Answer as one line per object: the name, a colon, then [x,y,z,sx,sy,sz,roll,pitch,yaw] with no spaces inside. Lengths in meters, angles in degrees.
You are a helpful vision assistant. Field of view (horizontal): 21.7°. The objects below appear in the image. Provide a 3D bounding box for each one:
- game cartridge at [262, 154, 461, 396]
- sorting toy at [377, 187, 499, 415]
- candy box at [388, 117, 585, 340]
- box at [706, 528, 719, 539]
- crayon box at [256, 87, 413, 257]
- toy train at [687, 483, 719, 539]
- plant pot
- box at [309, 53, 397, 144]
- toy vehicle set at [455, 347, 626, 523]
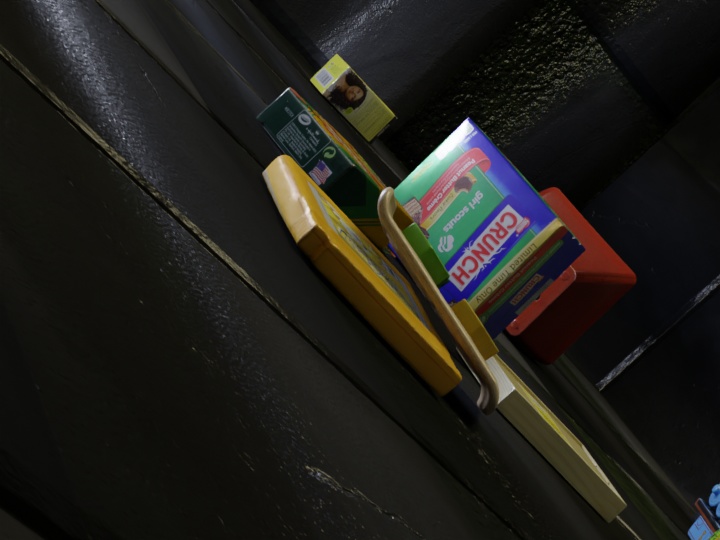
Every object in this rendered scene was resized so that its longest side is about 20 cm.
game cartridge: [0.000,0.000,1.520,0.176,0.032,0.200,46,4,-22]
sorting toy: [0.071,0.024,1.594,0.201,0.036,0.185,62,0,3]
candy box: [0.128,-0.042,2.110,0.200,0.169,0.077,52,10,35]
box: [0.518,0.361,2.265,0.122,0.192,0.200,47,6,-10]
crayon box: [-0.019,-0.100,1.984,0.127,0.051,0.200,51,5,29]
toy train: [0.494,0.358,2.523,0.087,0.114,0.200,39,7,-9]
plant pot: [0.260,0.008,2.805,0.200,0.200,0.176,49,16,15]
box: [-0.011,-0.315,3.470,0.050,0.075,0.200,49,6,37]
toy vehicle set: [0.182,0.158,1.896,0.200,0.026,0.124,46,6,-28]
